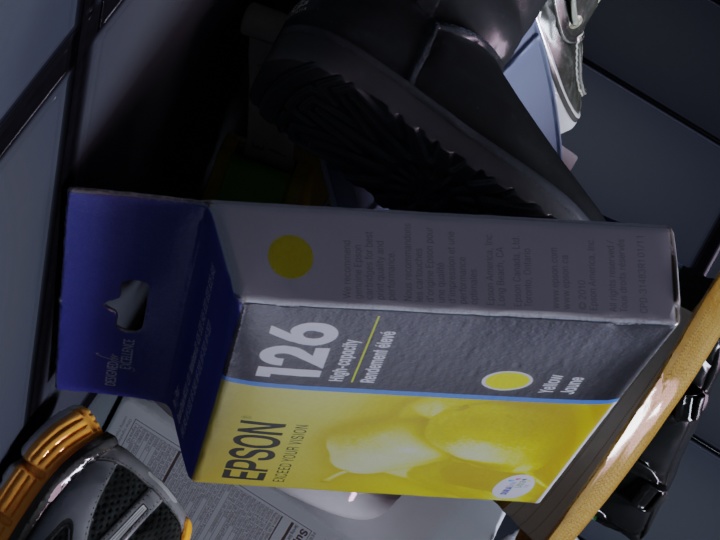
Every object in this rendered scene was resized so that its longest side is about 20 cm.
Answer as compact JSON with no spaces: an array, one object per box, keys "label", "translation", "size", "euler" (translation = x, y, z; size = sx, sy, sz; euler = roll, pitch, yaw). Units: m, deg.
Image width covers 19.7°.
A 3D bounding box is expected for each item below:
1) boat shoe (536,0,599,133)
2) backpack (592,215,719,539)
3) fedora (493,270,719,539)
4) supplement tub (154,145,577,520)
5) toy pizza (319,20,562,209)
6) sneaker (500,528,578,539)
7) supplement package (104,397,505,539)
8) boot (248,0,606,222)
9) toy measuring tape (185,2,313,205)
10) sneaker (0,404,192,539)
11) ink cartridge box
[{"label":"boat shoe","translation":[0.087,-0.137,0.964],"size":[0.063,0.071,0.200],"euler":[-21,142,3]},{"label":"backpack","translation":[0.081,0.034,1.113],"size":[0.154,0.199,0.164],"euler":[-82,-176,-54]},{"label":"fedora","translation":[0.093,0.056,0.949],"size":[0.201,0.082,0.201],"euler":[-54,176,-6]},{"label":"supplement tub","translation":[0.000,0.000,0.985],"size":[0.201,0.145,0.145],"euler":[-59,177,4]},{"label":"toy pizza","translation":[0.028,-0.059,0.844],"size":[0.032,0.201,0.200],"euler":[-7,-151,31]},{"label":"sneaker","translation":[0.063,0.224,1.121],"size":[0.200,0.074,0.087],"euler":[-58,172,-11]},{"label":"supplement package","translation":[-0.046,0.145,1.123],"size":[0.151,0.200,0.152],"euler":[-60,175,27]},{"label":"boot","translation":[0.063,-0.102,0.780],"size":[0.066,0.165,0.201],"euler":[-22,-145,50]},{"label":"toy measuring tape","translation":[-0.048,-0.020,0.827],"size":[0.074,0.073,0.200],"euler":[-56,167,-30]},{"label":"sneaker","translation":[-0.144,0.156,0.859],"size":[0.200,0.077,0.078],"euler":[-58,178,12]},{"label":"ink cartridge box","translation":[-0.009,0.034,0.744],"size":[0.198,0.199,0.047],"euler":[112,-22,-66]}]
